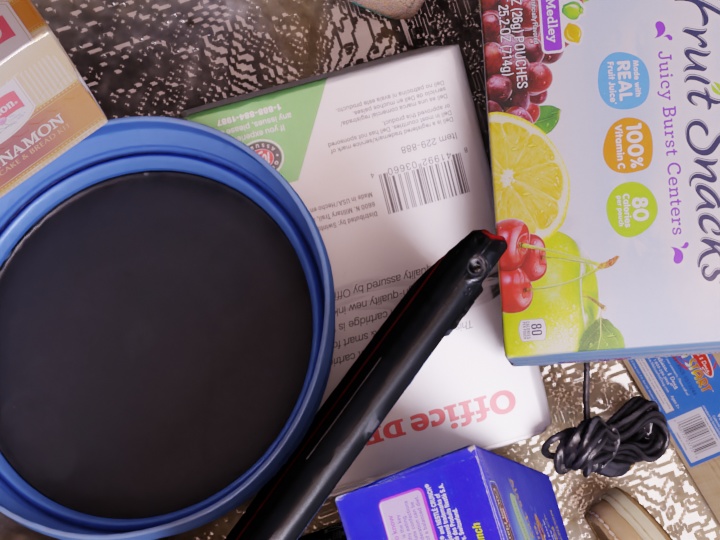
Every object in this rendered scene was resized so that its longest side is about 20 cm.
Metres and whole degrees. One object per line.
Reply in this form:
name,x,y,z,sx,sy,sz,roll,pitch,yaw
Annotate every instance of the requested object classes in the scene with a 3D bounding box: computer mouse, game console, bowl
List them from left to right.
bowl,-0.105,0.029,1.090,0.199,0.039,0.202,-4,72,13
game console,-0.005,0.075,1.063,0.031,0.177,0.201,36,79,-2
computer mouse,0.126,0.005,1.202,0.044,0.109,0.202,-7,81,31

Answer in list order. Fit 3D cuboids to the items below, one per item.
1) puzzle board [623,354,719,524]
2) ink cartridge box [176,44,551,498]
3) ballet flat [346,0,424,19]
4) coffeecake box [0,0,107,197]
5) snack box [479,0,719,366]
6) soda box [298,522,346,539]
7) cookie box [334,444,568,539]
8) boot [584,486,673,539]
puzzle board,0.242,0.087,1.235,0.150,0.017,0.201,-27,98,32
ink cartridge box,0.000,0.000,1.199,0.145,0.084,0.202,-14,96,-6
ballet flat,0.059,-0.213,1.208,0.067,0.068,0.200,36,95,-28
coffeecake box,-0.233,-0.105,1.108,0.153,0.073,0.200,-35,53,-4
snack box,0.145,-0.060,1.131,0.167,0.068,0.202,-4,84,6
soda box,-0.017,0.181,1.151,0.063,0.200,0.071,-20,96,1
cookie box,0.066,0.181,1.120,0.075,0.200,0.172,-19,77,11
boot,0.124,0.231,1.242,0.155,0.073,0.201,-26,100,-3
